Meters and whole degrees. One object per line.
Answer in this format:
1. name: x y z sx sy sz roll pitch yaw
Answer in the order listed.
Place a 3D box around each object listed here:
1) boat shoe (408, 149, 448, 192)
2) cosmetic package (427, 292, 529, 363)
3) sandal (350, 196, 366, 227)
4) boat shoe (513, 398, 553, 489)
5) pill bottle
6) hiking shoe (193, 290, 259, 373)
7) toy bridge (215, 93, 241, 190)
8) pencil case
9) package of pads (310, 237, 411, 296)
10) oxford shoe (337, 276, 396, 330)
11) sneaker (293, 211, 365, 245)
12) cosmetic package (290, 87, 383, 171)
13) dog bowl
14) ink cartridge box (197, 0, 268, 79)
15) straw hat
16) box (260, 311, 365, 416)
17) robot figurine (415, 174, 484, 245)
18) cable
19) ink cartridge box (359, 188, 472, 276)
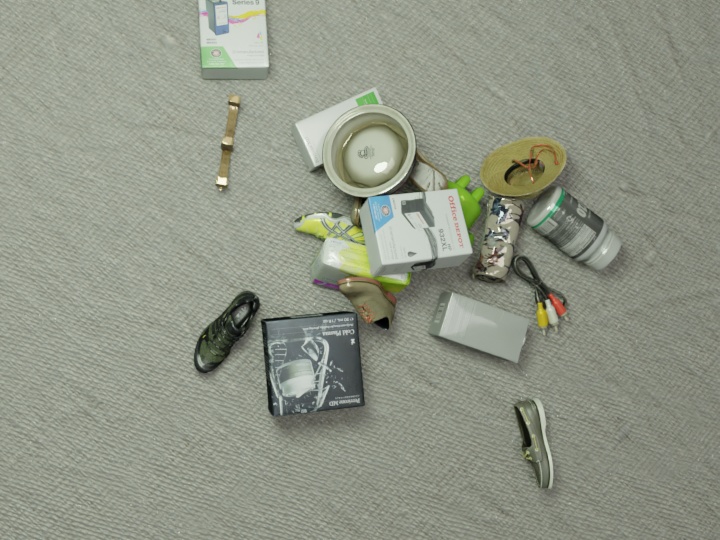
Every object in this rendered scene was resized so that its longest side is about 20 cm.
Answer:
1. boat shoe: 0.105 -0.229 1.669 0.074 0.066 0.200 -44 83 4
2. cosmetic package: 0.267 0.127 1.747 0.198 0.090 0.108 21 83 -12
3. sandal: -0.009 -0.185 1.688 0.053 0.081 0.202 1 61 14
4. boat shoe: 0.393 0.396 1.767 0.060 0.072 0.204 -7 83 -9
5. pill bottle: 0.492 -0.095 1.786 0.199 0.113 0.114 36 82 -8
6. hiking shoe: -0.284 0.126 1.630 0.075 0.101 0.201 35 82 -7
7. toy bridge: -0.285 -0.270 1.664 0.027 0.067 0.202 9 84 -10
8. pencil case: 0.310 -0.068 1.767 0.089 0.078 0.202 14 85 7
9. package of pads: 0.000 0.000 1.660 0.198 0.155 0.069 13 71 -10
10. oxford shoe: 0.019 0.069 1.614 0.200 0.070 0.076 31 53 -50
11. sneaker: -0.049 -0.082 1.699 0.198 0.075 0.077 5 85 -9
12. cosmetic package: -0.041 -0.308 1.706 0.199 0.085 0.108 -28 96 -12
13. dog bowl: 0.025 -0.237 1.606 0.198 0.074 0.202 -3 77 14
14. ink cartridge box: -0.274 -0.522 1.669 0.144 0.087 0.202 -2 86 -10
15. straw hat: 0.379 -0.210 1.779 0.200 0.201 0.085 -36 136 -10
16. box: -0.103 0.194 1.653 0.198 0.124 0.199 -5 90 -11
17. robot figurine: 0.188 -0.116 1.725 0.175 0.116 0.201 40 81 -5
18. cable: 0.420 0.044 1.783 0.097 0.050 0.201 -30 108 -12
19. ink cartridge box: 0.112 -0.078 1.587 0.198 0.084 0.147 -7 74 -17
